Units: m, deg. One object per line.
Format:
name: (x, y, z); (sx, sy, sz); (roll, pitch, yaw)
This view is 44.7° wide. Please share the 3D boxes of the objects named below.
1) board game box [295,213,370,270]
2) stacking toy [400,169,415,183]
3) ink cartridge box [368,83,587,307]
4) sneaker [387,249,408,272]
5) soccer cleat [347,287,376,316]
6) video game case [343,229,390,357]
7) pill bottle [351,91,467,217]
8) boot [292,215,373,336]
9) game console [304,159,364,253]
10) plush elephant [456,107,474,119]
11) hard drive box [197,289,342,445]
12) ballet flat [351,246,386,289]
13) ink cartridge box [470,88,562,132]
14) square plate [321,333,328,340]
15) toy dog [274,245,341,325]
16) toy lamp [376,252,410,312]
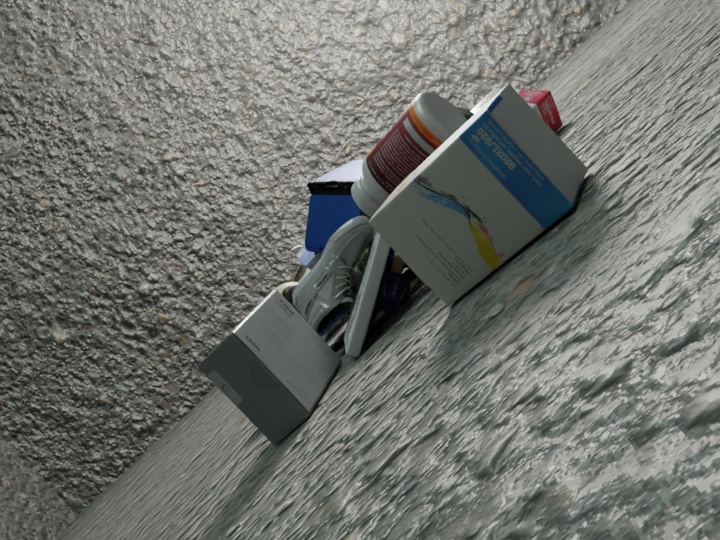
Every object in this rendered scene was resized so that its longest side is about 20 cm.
board game box: (-0.013, -0.067, 1.687); (0.200, 0.134, 0.045); (-50, 47, 4)
stacking toy: (0.121, -0.067, 1.358); (0.146, 0.146, 0.200); (-44, -12, -10)
ink cartridge box: (0.139, -0.089, 1.036); (0.200, 0.145, 0.147); (-42, 5, 30)
sneaker: (0.066, -0.020, 1.656); (0.115, 0.081, 0.199); (-46, -4, 15)
soccer cleat: (0.008, 0.043, 1.563); (0.084, 0.065, 0.200); (-45, 2, 8)
video game case: (0.011, 0.024, 1.349); (0.182, 0.024, 0.201); (-131, 56, -86)
pill bottle: (0.075, -0.171, 1.370); (0.200, 0.113, 0.113); (-47, 1, 32)
boot: (-0.028, 0.014, 1.411); (0.073, 0.096, 0.200); (11, -56, -45)
game console: (-0.009, -0.117, 1.569); (0.170, 0.119, 0.200); (-29, 19, -25)
plush elephant: (0.154, -0.184, 1.485); (0.199, 0.155, 0.165); (-22, 12, 28)
hard drive box: (-0.124, 0.133, 1.267); (0.077, 0.156, 0.200); (-42, 3, 19)
ballet flat: (0.000, 0.000, 1.539); (0.075, 0.068, 0.200); (-42, 6, -4)
ink cartridge box: (0.257, -0.251, 1.646); (0.200, 0.085, 0.144); (-45, 35, -23)
square plate: (-0.061, 0.045, 1.581); (0.200, 0.028, 0.199); (-91, 16, -66)
toy dog: (-0.104, 0.048, 1.828); (0.139, 0.194, 0.200); (-23, 10, 41)
toy lamp: (0.060, -0.007, 1.419); (0.058, 0.058, 0.200); (-41, 21, 33)
